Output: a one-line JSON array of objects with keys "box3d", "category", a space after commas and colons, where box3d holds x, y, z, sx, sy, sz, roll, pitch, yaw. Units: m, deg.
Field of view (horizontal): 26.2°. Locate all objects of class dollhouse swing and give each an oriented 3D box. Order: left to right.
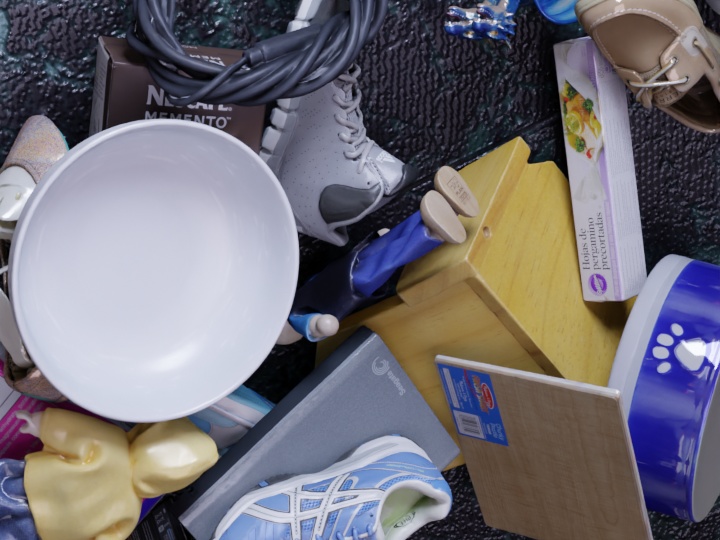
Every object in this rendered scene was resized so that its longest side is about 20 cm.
[{"box3d": [0.092, 0.037, 1.236, 0.200, 0.175, 0.182, 46, 51, -27], "category": "dollhouse swing"}]

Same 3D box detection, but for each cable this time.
[{"box3d": [-0.064, -0.184, 1.028, 0.162, 0.051, 0.201, 25, 71, 4], "category": "cable"}]

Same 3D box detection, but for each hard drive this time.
[{"box3d": [-0.031, 0.157, 1.168, 0.200, 0.033, 0.140, -43, 123, -12], "category": "hard drive"}]

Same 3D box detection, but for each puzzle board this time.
[{"box3d": [0.145, 0.145, 1.184, 0.017, 0.150, 0.201, -54, 141, -35], "category": "puzzle board"}]

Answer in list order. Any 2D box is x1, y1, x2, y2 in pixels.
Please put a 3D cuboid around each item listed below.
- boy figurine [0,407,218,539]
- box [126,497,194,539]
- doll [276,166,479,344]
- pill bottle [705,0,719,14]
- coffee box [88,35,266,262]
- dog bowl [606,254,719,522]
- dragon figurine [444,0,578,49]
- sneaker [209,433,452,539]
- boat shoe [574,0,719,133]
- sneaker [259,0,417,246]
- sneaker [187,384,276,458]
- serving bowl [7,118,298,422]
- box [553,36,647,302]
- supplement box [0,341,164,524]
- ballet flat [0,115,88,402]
[{"box3d": [-0.197, 0.142, 1.055, 0.199, 0.064, 0.125, -22, 116, -9], "category": "boy figurine"}, {"box3d": [-0.173, 0.279, 1.155, 0.160, 0.200, 0.044, -39, 118, 0], "category": "box"}, {"box3d": [0.000, 0.000, 1.142, 0.200, 0.137, 0.049, -35, 103, 32], "category": "doll"}, {"box3d": [0.321, -0.238, 1.151, 0.198, 0.111, 0.112, 3, 110, -21], "category": "pill bottle"}, {"box3d": [-0.137, -0.056, 1.097, 0.112, 0.080, 0.202, 2, 110, -18], "category": "coffee box"}, {"box3d": [0.257, 0.093, 1.221, 0.078, 0.200, 0.202, 15, 112, 23], "category": "dog bowl"}, {"box3d": [0.136, -0.215, 1.125, 0.199, 0.059, 0.100, -17, 119, -43], "category": "dragon figurine"}, {"box3d": [-0.024, 0.184, 1.114, 0.199, 0.077, 0.076, -28, 119, -21], "category": "sneaker"}, {"box3d": [0.226, -0.155, 1.137, 0.071, 0.065, 0.199, -20, 156, 34], "category": "boat shoe"}, {"box3d": [-0.003, -0.109, 1.098, 0.115, 0.075, 0.201, 25, 116, 16], "category": "sneaker"}, {"box3d": [-0.105, 0.157, 1.189, 0.199, 0.079, 0.131, 32, 90, -25], "category": "sneaker"}, {"box3d": [-0.142, -0.005, 1.024, 0.199, 0.066, 0.202, -7, 106, -27], "category": "serving bowl"}, {"box3d": [0.184, -0.078, 1.181, 0.041, 0.039, 0.202, -18, 103, -46], "category": "box"}, {"box3d": [-0.247, 0.116, 1.120, 0.200, 0.101, 0.103, 39, 96, -26], "category": "supplement box"}, {"box3d": [-0.225, -0.011, 1.048, 0.067, 0.068, 0.202, 1, 75, -49], "category": "ballet flat"}]
